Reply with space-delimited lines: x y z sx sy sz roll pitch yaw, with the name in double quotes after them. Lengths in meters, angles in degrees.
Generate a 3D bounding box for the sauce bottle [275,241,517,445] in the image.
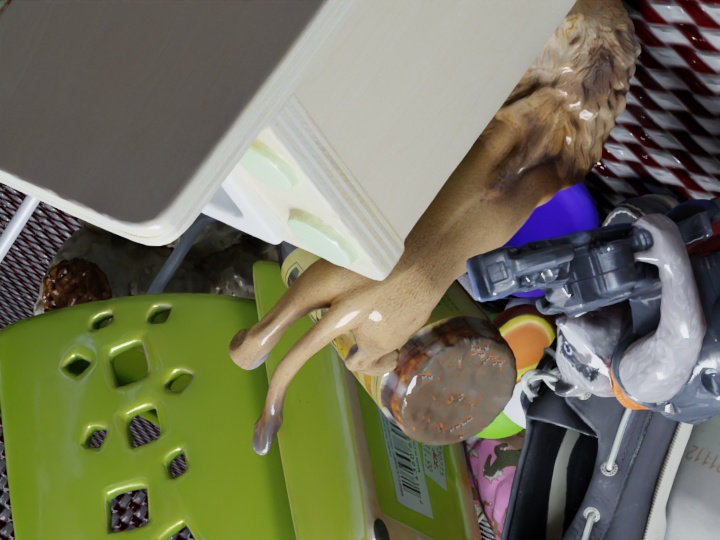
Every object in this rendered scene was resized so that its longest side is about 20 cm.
0.000 0.000 1.187 0.066 0.066 0.200 45 -176 -43 "sauce bottle"

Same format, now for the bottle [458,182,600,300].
0.044 -0.025 1.254 0.084 0.065 0.200 43 166 -12 "bottle"

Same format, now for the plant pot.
-0.051 0.114 1.327 0.181 0.200 0.199 -20 153 21 "plant pot"

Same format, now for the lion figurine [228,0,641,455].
0.030 -0.019 0.971 0.072 0.200 0.122 36 158 -6 "lion figurine"

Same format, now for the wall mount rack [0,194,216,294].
-0.111 -0.016 1.327 0.174 0.075 0.200 -17 159 39 "wall mount rack"

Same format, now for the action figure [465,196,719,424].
0.136 0.024 0.974 0.200 0.105 0.193 -9 -179 -40 "action figure"

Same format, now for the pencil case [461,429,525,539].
0.110 0.149 1.324 0.083 0.087 0.200 22 -152 -32 "pencil case"

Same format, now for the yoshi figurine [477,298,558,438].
0.077 0.057 1.275 0.112 0.112 0.200 5 -173 4 "yoshi figurine"

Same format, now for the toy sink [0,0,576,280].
-0.032 -0.078 0.923 0.130 0.200 0.112 22 160 40 "toy sink"

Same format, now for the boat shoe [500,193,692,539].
0.102 0.061 1.127 0.063 0.200 0.073 11 178 -32 "boat shoe"

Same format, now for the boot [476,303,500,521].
0.083 0.111 1.462 0.200 0.155 0.072 23 166 35 "boot"

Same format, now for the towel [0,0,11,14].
-0.205 -0.157 1.192 0.200 0.147 0.022 25 168 30 "towel"

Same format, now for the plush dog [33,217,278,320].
-0.126 -0.009 1.494 0.160 0.172 0.200 28 168 24 "plush dog"

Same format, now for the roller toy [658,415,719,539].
0.211 0.115 1.191 0.200 0.140 0.182 36 168 -14 "roller toy"
